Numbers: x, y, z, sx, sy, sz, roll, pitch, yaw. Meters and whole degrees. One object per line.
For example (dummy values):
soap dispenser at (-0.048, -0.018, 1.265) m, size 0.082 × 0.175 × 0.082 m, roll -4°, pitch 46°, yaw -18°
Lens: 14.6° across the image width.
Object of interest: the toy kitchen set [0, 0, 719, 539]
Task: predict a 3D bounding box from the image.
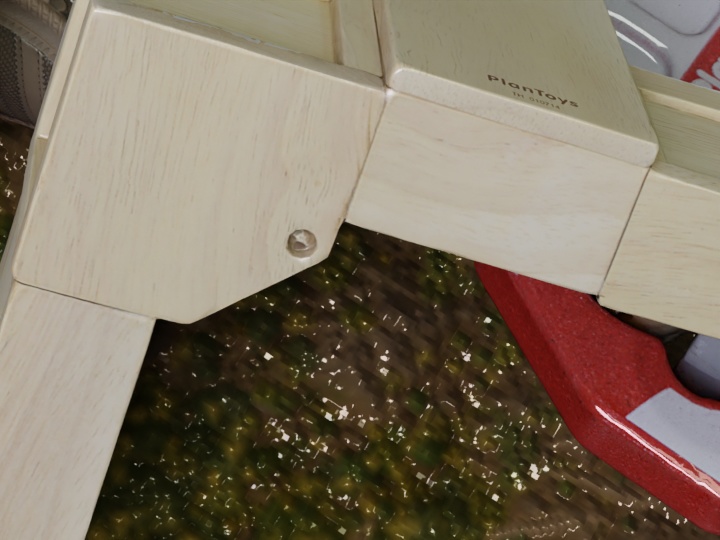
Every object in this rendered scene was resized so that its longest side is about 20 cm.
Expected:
toy kitchen set at (0.000, 0.000, 0.795) m, size 0.199 × 0.181 × 0.163 m, roll 16°, pitch 24°, yaw -10°

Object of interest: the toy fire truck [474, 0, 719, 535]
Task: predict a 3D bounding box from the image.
toy fire truck at (0.115, -0.022, 0.864) m, size 0.168 × 0.112 × 0.200 m, roll 35°, pitch 60°, yaw 10°

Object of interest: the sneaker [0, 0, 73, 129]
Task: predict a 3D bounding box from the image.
sneaker at (-0.106, -0.079, 0.843) m, size 0.200 × 0.075 × 0.071 m, roll 31°, pitch 56°, yaw -28°
